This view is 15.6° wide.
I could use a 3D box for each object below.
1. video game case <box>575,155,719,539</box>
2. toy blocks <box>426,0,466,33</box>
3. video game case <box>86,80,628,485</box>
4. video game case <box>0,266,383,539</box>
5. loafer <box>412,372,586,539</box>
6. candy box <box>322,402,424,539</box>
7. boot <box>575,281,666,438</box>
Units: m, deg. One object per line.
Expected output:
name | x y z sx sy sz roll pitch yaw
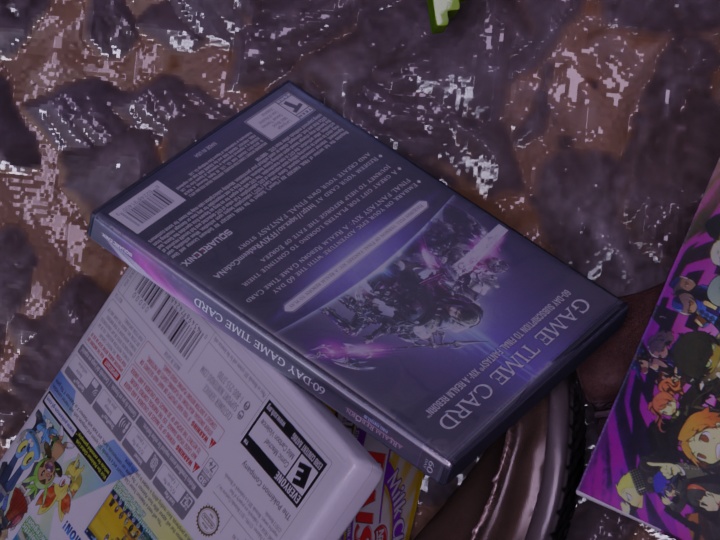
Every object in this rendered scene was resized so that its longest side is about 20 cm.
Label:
video game case | 0.213 0.042 1.127 0.181 0.036 0.200 25 94 18
toy blocks | 0.087 -0.219 1.206 0.137 0.100 0.200 -8 86 -4
video game case | 0.000 0.000 1.169 0.200 0.143 0.019 35 136 19
video game case | -0.092 0.106 1.169 0.182 0.022 0.200 -56 43 10
loafer | 0.049 0.135 1.187 0.071 0.073 0.200 17 93 11
candy box | -0.017 0.146 1.186 0.026 0.102 0.200 12 89 29
boot | 0.198 0.080 1.188 0.166 0.072 0.200 -22 85 18
